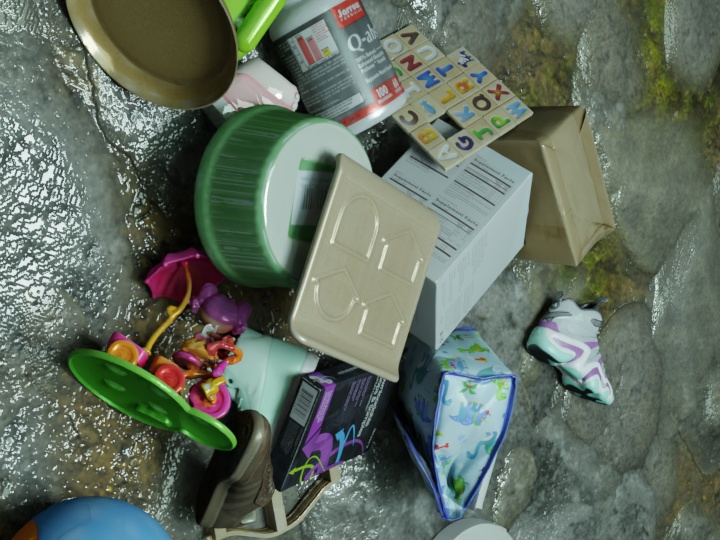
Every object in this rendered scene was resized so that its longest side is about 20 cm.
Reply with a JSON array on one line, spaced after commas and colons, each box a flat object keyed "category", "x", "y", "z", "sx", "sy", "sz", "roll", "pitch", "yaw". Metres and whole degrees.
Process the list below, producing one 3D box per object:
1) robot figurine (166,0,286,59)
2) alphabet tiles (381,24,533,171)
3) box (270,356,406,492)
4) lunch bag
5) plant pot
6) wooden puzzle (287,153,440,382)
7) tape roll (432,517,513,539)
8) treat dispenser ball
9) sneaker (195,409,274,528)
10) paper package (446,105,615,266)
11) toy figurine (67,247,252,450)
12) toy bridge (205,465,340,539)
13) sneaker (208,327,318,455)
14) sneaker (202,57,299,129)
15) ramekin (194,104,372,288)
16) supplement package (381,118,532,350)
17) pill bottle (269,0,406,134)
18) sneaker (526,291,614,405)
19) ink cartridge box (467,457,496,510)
[{"category": "robot figurine", "x": -0.161, "y": -0.299, "z": 1.149, "sx": 0.115, "sy": 0.175, "sz": 0.202, "roll": -36, "pitch": 150, "yaw": -29}, {"category": "alphabet tiles", "x": 0.096, "y": -0.228, "z": 1.387, "sx": 0.166, "sy": 0.200, "sz": 0.008, "roll": -33, "pitch": 160, "yaw": -30}, {"category": "box", "x": -0.028, "y": 0.177, "z": 1.340, "sx": 0.199, "sy": 0.036, "sz": 0.145, "roll": -14, "pitch": 130, "yaw": -58}, {"category": "lunch bag", "x": 0.108, "y": 0.191, "z": 1.421, "sx": 0.125, "sy": 0.170, "sz": 0.204, "roll": 3, "pitch": 108, "yaw": -13}, {"category": "plant pot", "x": -0.206, "y": -0.253, "z": 1.112, "sx": 0.201, "sy": 0.197, "sz": 0.028, "roll": 58, "pitch": 43, "yaw": -28}, {"category": "wooden puzzle", "x": 0.000, "y": 0.000, "z": 1.187, "sx": 0.184, "sy": 0.046, "sz": 0.204, "roll": 27, "pitch": 73, "yaw": -47}, {"category": "tape roll", "x": 0.156, "y": 0.462, "z": 1.598, "sx": 0.200, "sy": 0.037, "sz": 0.207, "roll": -6, "pitch": 100, "yaw": -38}, {"category": "treat dispenser ball", "x": -0.275, "y": 0.333, "z": 1.119, "sx": 0.198, "sy": 0.199, "sz": 0.205, "roll": -6, "pitch": 100, "yaw": -38}, {"category": "sneaker", "x": -0.125, "y": 0.222, "z": 1.231, "sx": 0.074, "sy": 0.201, "sz": 0.071, "roll": 9, "pitch": 48, "yaw": -23}, {"category": "paper package", "x": 0.215, "y": -0.114, "z": 1.465, "sx": 0.103, "sy": 0.198, "sz": 0.193, "roll": -38, "pitch": 119, "yaw": -34}, {"category": "toy figurine", "x": -0.184, "y": 0.067, "z": 1.195, "sx": 0.197, "sy": 0.151, "sz": 0.186, "roll": 27, "pitch": 63, "yaw": 0}, {"category": "toy bridge", "x": -0.107, "y": 0.292, "z": 1.364, "sx": 0.198, "sy": 0.027, "sz": 0.069, "roll": -20, "pitch": 109, "yaw": -35}, {"category": "sneaker", "x": -0.142, "y": 0.163, "z": 1.307, "sx": 0.117, "sy": 0.074, "sz": 0.203, "roll": 27, "pitch": 100, "yaw": -2}, {"category": "sneaker", "x": -0.094, "y": -0.155, "z": 1.286, "sx": 0.105, "sy": 0.075, "sz": 0.201, "roll": -45, "pitch": 117, "yaw": -20}, {"category": "ramekin", "x": -0.074, "y": -0.076, "z": 1.193, "sx": 0.198, "sy": 0.097, "sz": 0.204, "roll": -11, "pitch": 105, "yaw": -45}, {"category": "supplement package", "x": 0.095, "y": -0.046, "z": 1.376, "sx": 0.200, "sy": 0.150, "sz": 0.153, "roll": -47, "pitch": 155, "yaw": -25}, {"category": "pill bottle", "x": -0.037, "y": -0.260, "z": 1.281, "sx": 0.115, "sy": 0.115, "sz": 0.202, "roll": -35, "pitch": 104, "yaw": -30}, {"category": "sneaker", "x": 0.348, "y": 0.107, "z": 1.685, "sx": 0.200, "sy": 0.077, "sz": 0.141, "roll": 42, "pitch": 70, "yaw": -35}, {"category": "ink cartridge box", "x": 0.174, "y": 0.242, "z": 1.490, "sx": 0.046, "sy": 0.200, "sz": 0.163, "roll": 18, "pitch": 83, "yaw": -4}]
